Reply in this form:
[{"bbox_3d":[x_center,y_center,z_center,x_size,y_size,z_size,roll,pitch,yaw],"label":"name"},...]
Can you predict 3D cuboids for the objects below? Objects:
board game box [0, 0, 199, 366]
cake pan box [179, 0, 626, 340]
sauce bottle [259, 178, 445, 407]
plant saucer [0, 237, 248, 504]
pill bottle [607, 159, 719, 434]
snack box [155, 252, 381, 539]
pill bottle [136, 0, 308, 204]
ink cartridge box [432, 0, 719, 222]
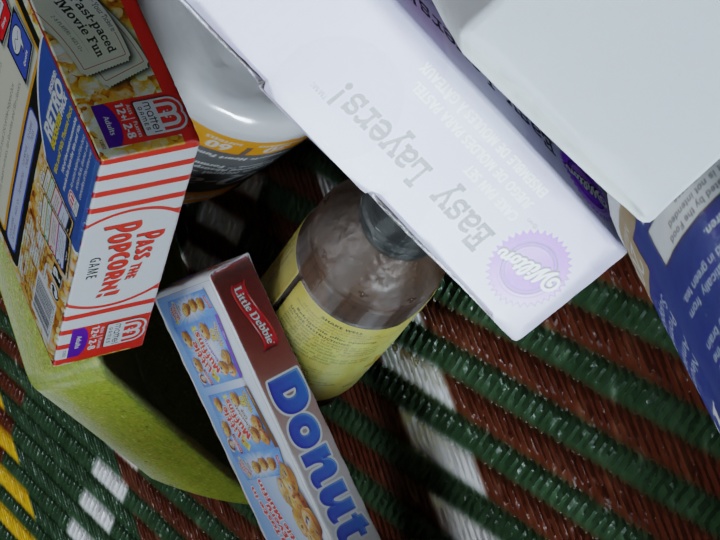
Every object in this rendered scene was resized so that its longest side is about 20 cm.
[{"bbox_3d":[-0.137,-0.084,1.130,0.201,0.046,0.152,64,153,27],"label":"board game box"},{"bbox_3d":[-0.003,-0.094,0.808,0.052,0.200,0.185,-36,28,17],"label":"cake pan box"},{"bbox_3d":[0.000,0.000,1.113,0.200,0.064,0.065,132,126,-61],"label":"sauce bottle"},{"bbox_3d":[-0.132,0.013,1.306,0.200,0.048,0.201,48,-162,-59],"label":"plant saucer"},{"bbox_3d":[0.152,0.032,0.705,0.111,0.110,0.201,109,145,-47],"label":"pill bottle"},{"bbox_3d":[-0.029,0.092,1.145,0.201,0.024,0.072,65,155,-3],"label":"snack box"},{"bbox_3d":[-0.074,-0.094,1.190,0.200,0.116,0.117,151,109,-66],"label":"pill bottle"},{"bbox_3d":[0.079,-0.129,0.730,0.144,0.085,0.200,-42,31,13],"label":"ink cartridge box"}]
